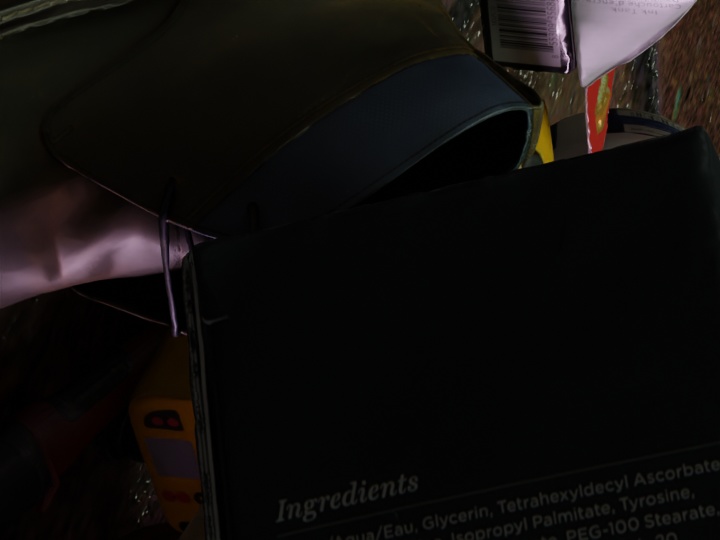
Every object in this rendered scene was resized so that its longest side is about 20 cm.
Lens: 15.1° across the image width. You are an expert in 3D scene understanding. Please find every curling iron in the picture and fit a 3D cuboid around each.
[{"bbox_3d":[-0.090,0.060,0.752,0.200,0.025,0.050,-38,132,-59],"label":"curling iron"}]

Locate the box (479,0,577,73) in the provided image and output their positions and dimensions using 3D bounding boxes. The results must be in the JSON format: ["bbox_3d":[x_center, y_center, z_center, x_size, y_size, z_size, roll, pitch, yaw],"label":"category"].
[{"bbox_3d":[0.066,-0.187,0.882,0.143,0.036,0.201,79,20,-56],"label":"box"}]

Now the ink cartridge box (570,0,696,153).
[{"bbox_3d":[0.099,-0.140,0.868,0.200,0.050,0.162,73,26,-59],"label":"ink cartridge box"}]

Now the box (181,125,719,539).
[{"bbox_3d":[0.052,0.107,0.608,0.200,0.123,0.198,54,25,-63],"label":"box"}]

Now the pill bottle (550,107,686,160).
[{"bbox_3d":[0.098,0.001,1.025,0.200,0.110,0.112,-61,167,-81],"label":"pill bottle"}]

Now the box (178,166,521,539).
[{"bbox_3d":[0.011,0.075,0.767,0.200,0.021,0.164,-57,144,-41],"label":"box"}]

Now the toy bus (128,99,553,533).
[{"bbox_3d":[0.000,0.000,0.839,0.201,0.065,0.079,-63,146,-43],"label":"toy bus"}]

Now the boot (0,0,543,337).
[{"bbox_3d":[-0.051,-0.016,0.619,0.200,0.097,0.075,-39,151,-23],"label":"boot"}]

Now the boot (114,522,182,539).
[{"bbox_3d":[-0.040,0.146,0.881,0.199,0.070,0.147,-18,138,-36],"label":"boot"}]
